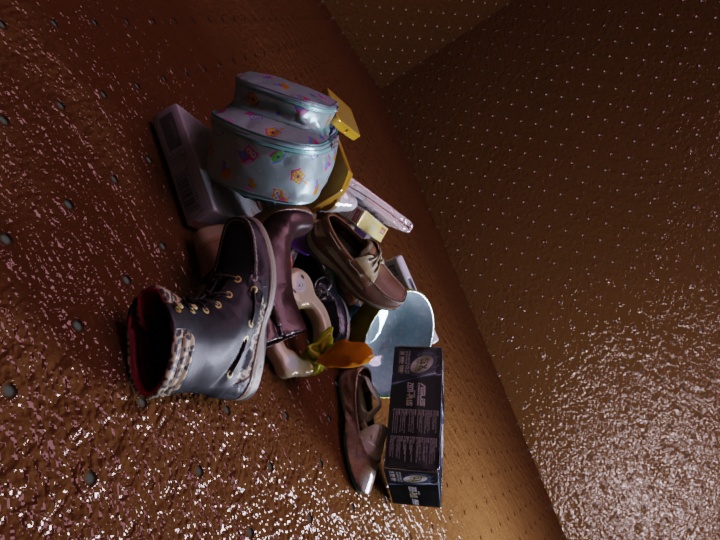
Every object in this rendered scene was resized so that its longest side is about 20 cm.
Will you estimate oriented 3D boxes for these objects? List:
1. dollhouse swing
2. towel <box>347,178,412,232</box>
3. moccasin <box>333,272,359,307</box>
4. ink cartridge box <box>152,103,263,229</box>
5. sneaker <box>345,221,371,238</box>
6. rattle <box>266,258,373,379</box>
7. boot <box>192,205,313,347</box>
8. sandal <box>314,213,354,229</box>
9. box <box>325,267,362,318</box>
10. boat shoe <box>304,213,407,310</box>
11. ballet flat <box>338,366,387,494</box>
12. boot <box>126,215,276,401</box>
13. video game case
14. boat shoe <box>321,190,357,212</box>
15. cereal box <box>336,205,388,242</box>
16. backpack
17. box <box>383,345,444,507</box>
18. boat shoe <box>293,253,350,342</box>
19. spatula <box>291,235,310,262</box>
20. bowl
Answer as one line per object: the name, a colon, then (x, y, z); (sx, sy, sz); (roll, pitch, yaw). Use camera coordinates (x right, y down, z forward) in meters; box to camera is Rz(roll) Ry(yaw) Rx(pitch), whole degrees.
dollhouse swing: (-0.086, -0.173, 0.931); (0.180, 0.196, 0.181); (64, 16, 8)
towel: (-0.001, -0.153, 1.126); (0.188, 0.033, 0.199); (32, 3, -31)
moccasin: (0.001, 0.002, 0.976); (0.202, 0.075, 0.076); (-61, 133, -69)
ink cartridge box: (-0.207, -0.126, 0.780); (0.200, 0.049, 0.167); (38, 29, -75)
sneaker: (-0.043, -0.047, 1.155); (0.086, 0.077, 0.200); (33, 25, 3)
rattle: (-0.072, 0.038, 0.736); (0.126, 0.142, 0.208); (0, 76, -30)
boot: (-0.112, 0.007, 0.707); (0.197, 0.072, 0.170); (-20, 76, -42)
sandal: (-0.086, -0.071, 1.059); (0.210, 0.075, 0.072); (13, 84, -60)
box: (-0.024, 0.049, 1.063); (0.199, 0.048, 0.085); (26, 40, -65)
boat shoe: (0.000, -0.014, 0.870); (0.198, 0.074, 0.077); (37, 42, -13)
ballet flat: (0.007, 0.238, 0.840); (0.068, 0.066, 0.205); (40, 29, -46)
boot: (-0.158, 0.033, 0.549); (0.150, 0.071, 0.208); (16, 78, -64)
video game case: (0.071, 0.074, 1.134); (0.199, 0.022, 0.187); (-23, -89, 63)
boat shoe: (-0.078, -0.144, 1.006); (0.068, 0.073, 0.198); (14, 12, -41)
cereal box: (-0.045, -0.139, 1.128); (0.197, 0.040, 0.143); (35, 3, 24)
backpack: (-0.116, -0.175, 0.724); (0.170, 0.157, 0.202); (17, 31, -3)
box: (0.094, 0.255, 0.878); (0.166, 0.083, 0.205); (78, 17, -50)
boat shoe: (-0.074, 0.032, 0.884); (0.062, 0.073, 0.205); (36, 31, -60)
spatula: (-0.114, 0.002, 0.833); (0.055, 0.021, 0.204); (25, 48, -17)
bowl: (0.037, 0.121, 1.002); (0.106, 0.203, 0.200); (20, -19, 43)
